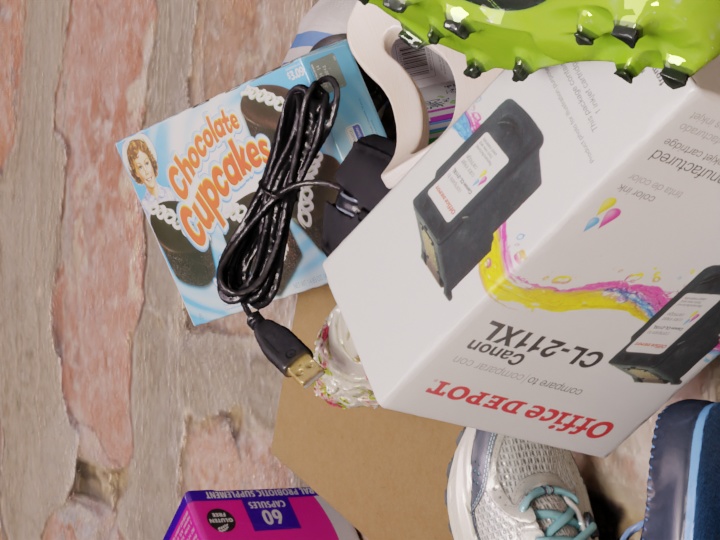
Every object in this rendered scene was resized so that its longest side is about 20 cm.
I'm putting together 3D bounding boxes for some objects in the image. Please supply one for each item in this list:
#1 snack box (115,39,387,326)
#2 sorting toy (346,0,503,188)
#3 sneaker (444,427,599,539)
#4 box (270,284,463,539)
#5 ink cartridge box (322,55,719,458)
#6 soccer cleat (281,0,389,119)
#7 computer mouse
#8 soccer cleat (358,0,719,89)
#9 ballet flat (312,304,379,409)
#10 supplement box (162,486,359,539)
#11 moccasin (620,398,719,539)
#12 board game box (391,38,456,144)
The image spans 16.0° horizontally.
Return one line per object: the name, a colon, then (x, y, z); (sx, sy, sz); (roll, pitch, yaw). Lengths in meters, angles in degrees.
snack box: (-0.052, -0.044, 1.393); (0.200, 0.037, 0.117); (-18, 96, 54)
sorting toy: (0.068, -0.123, 1.134); (0.180, 0.107, 0.201); (-37, 38, 21)
sneaker: (0.102, 0.152, 1.204); (0.086, 0.077, 0.201); (-15, 87, 58)
box: (0.020, 0.069, 1.377); (0.200, 0.021, 0.164); (36, 122, 49)
ink cartridge box: (0.105, -0.020, 1.062); (0.200, 0.145, 0.083); (-47, 48, 29)
soccer cleat: (-0.018, -0.094, 1.438); (0.200, 0.070, 0.087); (124, 162, -52)
computer mouse: (0.000, 0.000, 1.230); (0.200, 0.046, 0.141); (34, 107, 38)
soccer cleat: (0.074, -0.117, 0.975); (0.199, 0.067, 0.081); (12, 69, 50)
ballet flat: (0.033, 0.019, 1.275); (0.199, 0.064, 0.076); (-21, 60, 40)
supplement box: (-0.040, 0.227, 1.424); (0.104, 0.101, 0.201); (-62, 40, 39)
moccasin: (0.130, 0.156, 1.122); (0.068, 0.080, 0.201); (4, 93, 35)
board game box: (0.026, -0.163, 1.300); (0.134, 0.034, 0.201); (60, -161, -72)
